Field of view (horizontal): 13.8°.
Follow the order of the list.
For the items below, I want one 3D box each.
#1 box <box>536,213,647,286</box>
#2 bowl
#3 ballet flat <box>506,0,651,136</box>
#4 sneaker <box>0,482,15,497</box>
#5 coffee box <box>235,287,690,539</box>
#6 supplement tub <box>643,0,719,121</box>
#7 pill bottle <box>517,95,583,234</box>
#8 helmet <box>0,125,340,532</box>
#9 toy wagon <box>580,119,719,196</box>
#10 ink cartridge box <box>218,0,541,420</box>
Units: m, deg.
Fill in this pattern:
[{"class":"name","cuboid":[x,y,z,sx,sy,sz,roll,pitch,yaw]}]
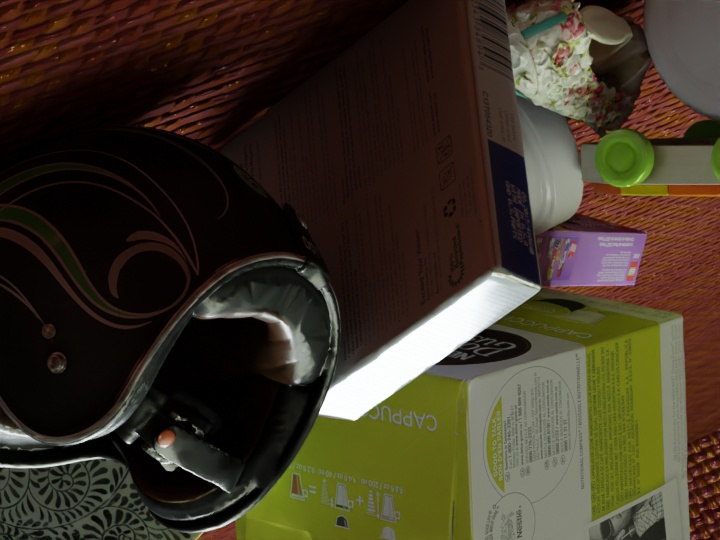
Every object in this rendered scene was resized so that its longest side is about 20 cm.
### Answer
[{"class":"box","cuboid":[0.083,-0.025,1.887,0.137,0.039,0.200,17,-173,24]},{"class":"bowl","cuboid":[-0.176,0.086,1.767,0.201,0.201,0.094,-22,-157,-20]},{"class":"ballet flat","cuboid":[0.132,-0.120,1.697,0.064,0.076,0.200,-31,170,18]},{"class":"sneaker","cuboid":[-0.252,0.158,1.806,0.200,0.115,0.075,7,134,-17]},{"class":"coffee box","cuboid":[0.058,0.125,1.762,0.200,0.200,0.198,10,-163,44]},{"class":"supplement tub","cuboid":[0.260,-0.148,1.725,0.122,0.123,0.200,-34,165,31]},{"class":"pill bottle","cuboid":[0.023,-0.037,1.707,0.200,0.116,0.116,-23,168,-26]},{"class":"helmet","cuboid":[-0.126,0.024,1.492,0.200,0.191,0.200,-27,132,-35]},{"class":"toy wagon","cuboid":[0.228,-0.064,1.687,0.200,0.040,0.155,2,-174,26]},{"class":"ink cartridge box","cuboid":[0.006,-0.028,1.547,0.043,0.197,0.200,22,137,-34]}]
